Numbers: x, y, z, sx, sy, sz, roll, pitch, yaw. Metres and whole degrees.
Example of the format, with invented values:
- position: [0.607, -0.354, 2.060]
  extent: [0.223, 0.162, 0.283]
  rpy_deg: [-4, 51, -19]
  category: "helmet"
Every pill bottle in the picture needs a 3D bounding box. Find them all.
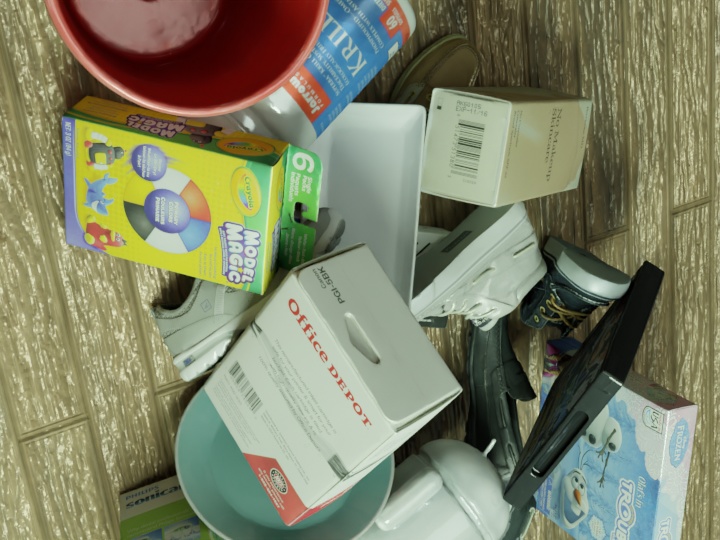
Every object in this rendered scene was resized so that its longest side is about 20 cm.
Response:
- position: [-0.056, -0.168, 0.923]
  extent: [0.200, 0.112, 0.112]
  rpy_deg: [-49, 123, -8]
  category: "pill bottle"

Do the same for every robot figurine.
- position: [0.059, 0.238, 1.051]
  extent: [0.199, 0.113, 0.170]
  rpy_deg: [-37, 152, -9]
  category: "robot figurine"

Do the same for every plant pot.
- position: [-0.141, -0.215, 0.808]
  extent: [0.198, 0.177, 0.203]
  rpy_deg: [-5, 102, -21]
  category: "plant pot"

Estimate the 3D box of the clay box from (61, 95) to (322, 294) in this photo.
- position: [-0.132, -0.056, 0.870]
  extent: [0.198, 0.048, 0.116]
  rpy_deg: [14, 123, 11]
  category: "clay box"

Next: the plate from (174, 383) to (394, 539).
- position: [-0.068, 0.168, 1.001]
  extent: [0.198, 0.201, 0.026]
  rpy_deg: [-15, 149, -25]
  category: "plate"

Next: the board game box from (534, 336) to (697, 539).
- position: [0.260, 0.198, 1.176]
  extent: [0.043, 0.199, 0.202]
  rpy_deg: [-7, 109, -28]
  category: "board game box"

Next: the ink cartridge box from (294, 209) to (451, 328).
- position: [0.000, 0.000, 1.052]
  extent: [0.198, 0.044, 0.095]
  rpy_deg: [6, 101, -31]
  category: "ink cartridge box"

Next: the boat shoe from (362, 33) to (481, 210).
- position: [0.055, -0.127, 1.028]
  extent: [0.074, 0.066, 0.201]
  rpy_deg: [36, 87, -34]
  category: "boat shoe"

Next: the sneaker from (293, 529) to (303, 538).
- position: [-0.080, 0.256, 1.004]
  extent: [0.070, 0.201, 0.081]
  rpy_deg: [-11, 130, -8]
  category: "sneaker"

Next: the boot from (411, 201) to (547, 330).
- position: [0.096, 0.022, 1.043]
  extent: [0.199, 0.073, 0.096]
  rpy_deg: [-38, 113, -18]
  category: "boot"

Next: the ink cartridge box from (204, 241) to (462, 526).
- position: [-0.028, 0.095, 0.902]
  extent: [0.082, 0.200, 0.147]
  rpy_deg: [-22, 73, -39]
  category: "ink cartridge box"

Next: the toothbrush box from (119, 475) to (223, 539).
- position: [-0.145, 0.293, 0.964]
  extent: [0.085, 0.200, 0.147]
  rpy_deg: [-19, 116, -5]
  category: "toothbrush box"

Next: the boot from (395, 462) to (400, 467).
- position: [0.046, 0.207, 1.135]
  extent: [0.198, 0.072, 0.146]
  rpy_deg: [-23, 115, -18]
  category: "boot"

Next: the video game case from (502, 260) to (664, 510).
- position: [0.210, 0.105, 1.046]
  extent: [0.200, 0.025, 0.181]
  rpy_deg: [-50, 171, -53]
  category: "video game case"

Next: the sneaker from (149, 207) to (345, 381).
- position: [-0.100, 0.007, 0.947]
  extent: [0.200, 0.075, 0.082]
  rpy_deg: [-40, 88, 11]
  category: "sneaker"

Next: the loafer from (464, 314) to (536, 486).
- position: [0.145, 0.120, 1.133]
  extent: [0.068, 0.070, 0.203]
  rpy_deg: [20, 71, -70]
  category: "loafer"

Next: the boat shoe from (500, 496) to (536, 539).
- position: [0.128, 0.322, 1.216]
  extent: [0.060, 0.076, 0.201]
  rpy_deg: [31, 90, -28]
  category: "boat shoe"

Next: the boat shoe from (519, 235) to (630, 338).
- position: [0.208, 0.028, 1.100]
  extent: [0.070, 0.200, 0.092]
  rpy_deg: [21, 99, -2]
  category: "boat shoe"

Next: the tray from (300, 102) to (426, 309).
- position: [0.000, -0.045, 0.976]
  extent: [0.106, 0.022, 0.202]
  rpy_deg: [5, 90, 13]
  category: "tray"

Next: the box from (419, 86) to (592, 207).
- position: [0.137, -0.118, 1.022]
  extent: [0.199, 0.077, 0.096]
  rpy_deg: [-18, 118, -57]
  category: "box"
